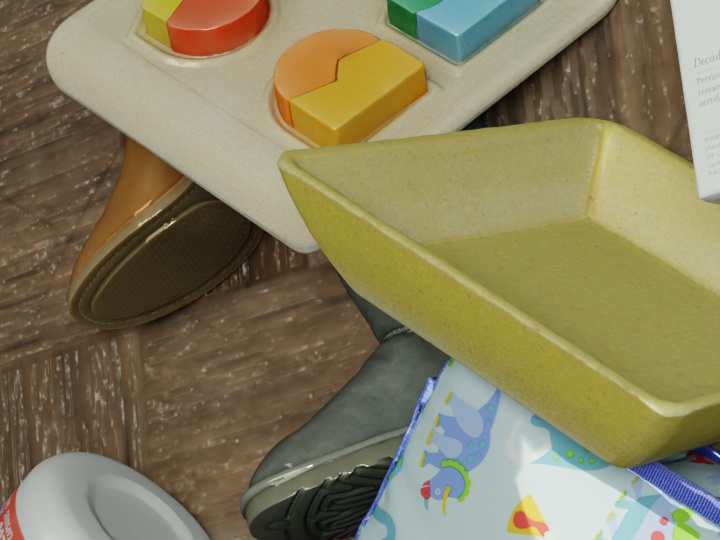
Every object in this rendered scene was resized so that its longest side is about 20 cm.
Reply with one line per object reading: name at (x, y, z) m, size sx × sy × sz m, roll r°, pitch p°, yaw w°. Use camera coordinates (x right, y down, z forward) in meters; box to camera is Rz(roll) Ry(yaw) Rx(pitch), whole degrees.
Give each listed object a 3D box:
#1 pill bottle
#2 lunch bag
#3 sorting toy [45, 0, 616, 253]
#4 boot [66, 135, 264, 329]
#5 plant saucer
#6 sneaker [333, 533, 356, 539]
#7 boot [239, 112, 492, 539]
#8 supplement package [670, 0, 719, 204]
pill bottle at (-0.160, 0.189, 0.997) m, size 0.200 × 0.112 × 0.113 m, roll -50°, pitch 55°, yaw 17°
lunch bag at (0.086, 0.141, 0.794) m, size 0.199 × 0.127 × 0.171 m, roll 29°, pitch 98°, yaw 15°
sorting toy at (-0.014, -0.116, 0.932) m, size 0.185 × 0.037 × 0.200 m, roll 34°, pitch 64°, yaw 32°
boot at (-0.099, -0.084, 1.036) m, size 0.200 × 0.077 × 0.155 m, roll -53°, pitch 50°, yaw 23°
plant saucer at (0.096, 0.009, 0.801) m, size 0.200 × 0.199 × 0.049 m, roll 34°, pitch 121°, yaw 37°
sneaker at (-0.007, 0.175, 0.906) m, size 0.074 × 0.079 × 0.201 m, roll -15°, pitch 73°, yaw 32°
boot at (-0.001, 0.001, 0.905) m, size 0.181 × 0.073 × 0.201 m, roll -21°, pitch 65°, yaw -16°
supplement package at (0.188, -0.128, 0.776) m, size 0.119 × 0.121 × 0.201 m, roll -15°, pitch 76°, yaw 36°
